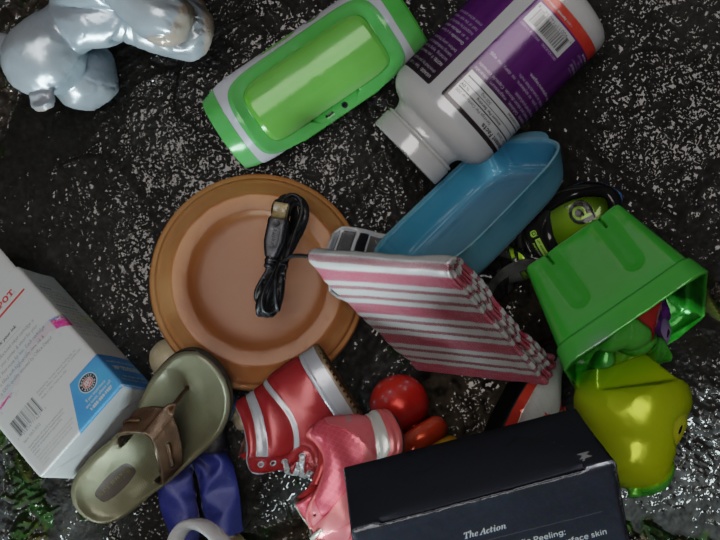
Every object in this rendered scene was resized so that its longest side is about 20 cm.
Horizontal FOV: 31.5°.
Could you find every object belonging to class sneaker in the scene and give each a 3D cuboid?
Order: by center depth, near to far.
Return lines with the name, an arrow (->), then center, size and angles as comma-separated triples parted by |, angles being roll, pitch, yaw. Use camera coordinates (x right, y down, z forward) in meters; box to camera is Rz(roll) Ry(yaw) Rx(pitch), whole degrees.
sneaker -> -0.016, 0.215, 1.072 | 0.086, 0.074, 0.201 | 3, 87, -14
sneaker -> 0.160, 0.167, 1.107 | 0.108, 0.067, 0.202 | 33, 55, -5
sneaker -> 0.141, -0.023, 1.121 | 0.199, 0.083, 0.071 | -29, 87, -2
sneaker -> -0.035, 0.177, 1.141 | 0.112, 0.071, 0.200 | -30, 97, -1

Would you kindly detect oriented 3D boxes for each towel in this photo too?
towel -> 0.062, 0.035, 1.062 | 0.146, 0.200, 0.030 | 3, 61, 38

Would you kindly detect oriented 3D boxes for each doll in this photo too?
doll -> -0.164, 0.162, 1.180 | 0.136, 0.048, 0.201 | -10, 89, 5

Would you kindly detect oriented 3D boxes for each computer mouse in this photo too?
computer mouse -> 0.000, 0.000, 1.136 | 0.199, 0.044, 0.110 | 11, 76, -26

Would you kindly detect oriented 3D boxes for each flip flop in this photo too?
flip flop -> -0.187, 0.153, 1.124 | 0.081, 0.058, 0.200 | 44, 104, -2

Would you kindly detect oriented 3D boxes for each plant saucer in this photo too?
plant saucer -> -0.093, 0.009, 1.161 | 0.199, 0.037, 0.201 | 0, 84, -4

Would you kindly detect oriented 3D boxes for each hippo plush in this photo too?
hippo plush -> -0.237, -0.206, 1.133 | 0.159, 0.200, 0.161 | 45, 103, 27

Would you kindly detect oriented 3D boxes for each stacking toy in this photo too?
stacking toy -> 0.076, 0.181, 1.140 | 0.085, 0.085, 0.200 | -32, 81, 5

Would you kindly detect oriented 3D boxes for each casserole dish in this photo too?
casserole dish -> 0.098, -0.047, 1.106 | 0.200, 0.121, 0.039 | -44, 116, -23

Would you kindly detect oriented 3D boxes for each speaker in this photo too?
speaker -> -0.041, -0.178, 1.152 | 0.200, 0.088, 0.089 | -33, 86, 5

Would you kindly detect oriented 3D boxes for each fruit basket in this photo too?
fruit basket -> 0.229, 0.073, 1.058 | 0.155, 0.216, 0.216 | -35, 86, 4

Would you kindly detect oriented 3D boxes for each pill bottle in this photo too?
pill bottle -> 0.110, -0.173, 1.121 | 0.200, 0.112, 0.112 | -44, 85, 5

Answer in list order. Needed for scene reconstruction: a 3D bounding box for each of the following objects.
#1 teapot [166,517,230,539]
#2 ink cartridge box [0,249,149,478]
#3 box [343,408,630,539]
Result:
teapot -> -0.182, 0.327, 1.123 | 0.200, 0.198, 0.146 | -27, 65, -10
ink cartridge box -> -0.300, 0.080, 1.174 | 0.200, 0.068, 0.115 | 44, 96, 19
box -> 0.105, 0.236, 0.980 | 0.196, 0.117, 0.201 | -14, 105, -1
